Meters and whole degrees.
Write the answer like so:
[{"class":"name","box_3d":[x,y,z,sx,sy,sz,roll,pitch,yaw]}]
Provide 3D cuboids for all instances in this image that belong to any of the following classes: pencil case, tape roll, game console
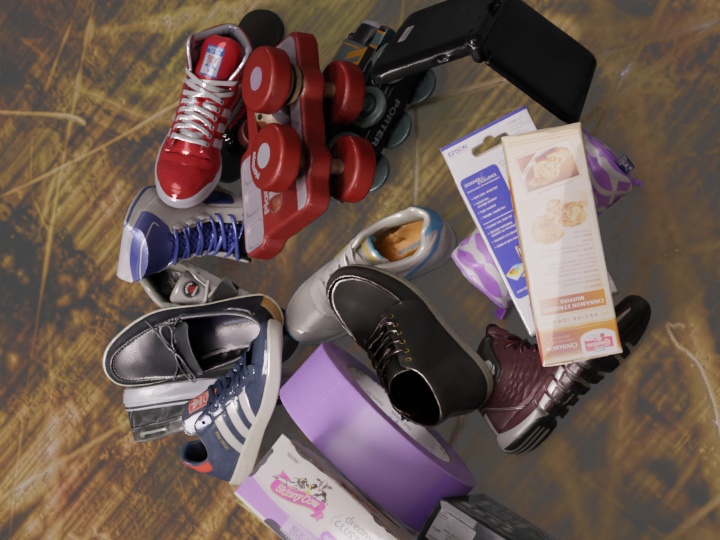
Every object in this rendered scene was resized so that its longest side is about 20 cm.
[{"class":"pencil case","box_3d":[0.182,-0.050,1.639,0.200,0.085,0.084,-42,26,8]},{"class":"tape roll","box_3d":[0.017,0.159,1.583,0.066,0.200,0.200,-47,65,5]},{"class":"game console","box_3d":[0.123,-0.199,1.626,0.175,0.200,0.117,-17,109,21]}]

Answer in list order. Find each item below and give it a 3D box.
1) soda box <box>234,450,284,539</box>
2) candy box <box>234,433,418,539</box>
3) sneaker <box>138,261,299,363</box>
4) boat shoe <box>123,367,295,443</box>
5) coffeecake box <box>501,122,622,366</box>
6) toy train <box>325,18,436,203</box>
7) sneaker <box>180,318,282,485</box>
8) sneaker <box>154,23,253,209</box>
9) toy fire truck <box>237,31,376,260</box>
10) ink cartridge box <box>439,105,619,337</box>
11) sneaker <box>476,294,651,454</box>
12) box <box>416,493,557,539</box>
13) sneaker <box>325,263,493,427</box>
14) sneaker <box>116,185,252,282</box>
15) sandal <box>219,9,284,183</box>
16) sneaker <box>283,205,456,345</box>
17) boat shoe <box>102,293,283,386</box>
[{"class":"soda box","box_3d":[-0.026,0.263,1.646,0.200,0.068,0.064,35,90,25]},{"class":"candy box","box_3d":[-0.003,0.243,1.496,0.168,0.200,0.072,40,88,25]},{"class":"sneaker","box_3d":[-0.158,0.040,1.745,0.199,0.088,0.074,24,85,23]},{"class":"boat shoe","box_3d":[-0.153,0.144,1.735,0.199,0.072,0.071,-8,94,25]},{"class":"coffeecake box","box_3d":[0.180,-0.018,1.481,0.073,0.154,0.201,-10,85,6]},{"class":"toy train","box_3d":[-0.004,-0.171,1.742,0.114,0.085,0.201,27,88,35]},{"class":"sneaker","box_3d":[-0.130,0.129,1.637,0.084,0.075,0.201,14,121,-8]},{"class":"sneaker","box_3d":[-0.161,-0.166,1.697,0.071,0.113,0.201,15,54,1]},{"class":"toy fire truck","box_3d":[-0.078,-0.128,1.673,0.168,0.112,0.201,-32,59,51]},{"class":"ink cartridge box","box_3d":[0.161,-0.047,1.580,0.094,0.037,0.201,-26,86,7]},{"class":"sneaker","box_3d":[0.179,0.073,1.610,0.200,0.076,0.116,-46,63,6]},{"class":"box","box_3d":[0.163,0.275,1.509,0.199,0.158,0.051,32,95,19]},{"class":"sneaker","box_3d":[0.030,0.067,1.587,0.200,0.106,0.075,38,115,19]},{"class":"sneaker","box_3d":[-0.166,-0.047,1.728,0.115,0.199,0.081,17,116,13]},{"class":"sandal","box_3d":[-0.137,-0.196,1.816,0.075,0.045,0.201,10,81,22]},{"class":"sneaker","box_3d":[0.000,0.000,1.691,0.200,0.081,0.077,-37,67,7]},{"class":"boat shoe","box_3d":[-0.176,0.074,1.696,0.199,0.062,0.075,-16,105,13]}]
